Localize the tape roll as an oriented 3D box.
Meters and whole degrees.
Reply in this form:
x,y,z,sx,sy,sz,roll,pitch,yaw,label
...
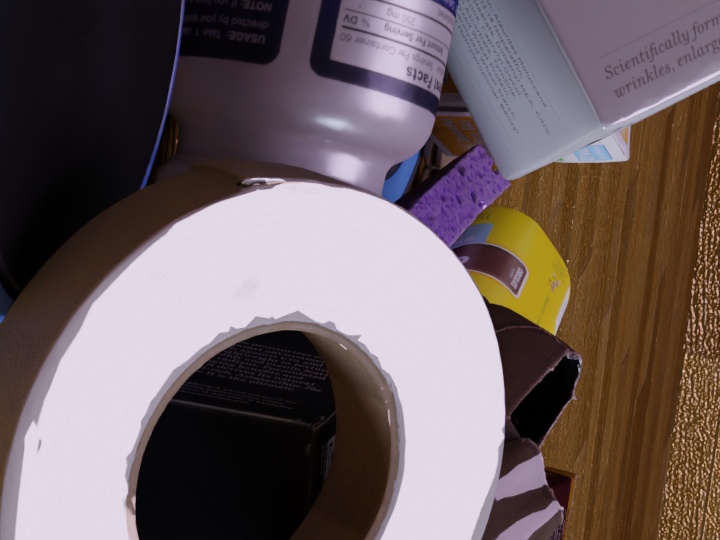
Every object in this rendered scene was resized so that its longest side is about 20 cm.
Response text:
x,y,z,sx,sy,sz,roll,pitch,yaw,label
-0.039,0.064,0.801,0.202,0.037,0.203,-10,109,-33,tape roll

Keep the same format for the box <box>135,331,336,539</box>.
x,y,z,sx,sy,sz,roll,pitch,yaw,label
-0.054,0.124,0.967,0.198,0.123,0.201,-31,128,-71,box

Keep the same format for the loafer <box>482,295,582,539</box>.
x,y,z,sx,sy,sz,roll,pitch,yaw,label
0.043,0.090,0.938,0.073,0.071,0.200,81,22,-51,loafer

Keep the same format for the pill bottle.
x,y,z,sx,sy,sz,roll,pitch,yaw,label
-0.019,-0.107,0.957,0.116,0.115,0.201,26,75,-76,pill bottle

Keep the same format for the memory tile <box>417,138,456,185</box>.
x,y,z,sx,sy,sz,roll,pitch,yaw,label
0.044,-0.034,1.419,0.153,0.017,0.201,-63,166,-66,memory tile

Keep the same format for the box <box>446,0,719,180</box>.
x,y,z,sx,sy,sz,roll,pitch,yaw,label
0.123,-0.177,1.102,0.200,0.199,0.131,63,-17,1,box

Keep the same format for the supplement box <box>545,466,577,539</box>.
x,y,z,sx,sy,sz,roll,pitch,yaw,label
0.029,0.203,1.353,0.200,0.132,0.198,6,94,-77,supplement box

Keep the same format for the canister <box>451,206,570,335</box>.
x,y,z,sx,sy,sz,roll,pitch,yaw,label
0.025,0.056,1.208,0.087,0.148,0.200,55,25,-12,canister

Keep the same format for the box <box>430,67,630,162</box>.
x,y,z,sx,sy,sz,roll,pitch,yaw,label
0.088,-0.164,1.233,0.112,0.101,0.201,39,54,-71,box

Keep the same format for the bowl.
x,y,z,sx,sy,sz,roll,pitch,yaw,label
-0.105,-0.078,0.786,0.201,0.039,0.201,10,90,-76,bowl

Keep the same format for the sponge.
x,y,z,sx,sy,sz,roll,pitch,yaw,label
0.000,0.000,1.137,0.030,0.111,0.200,54,22,-3,sponge

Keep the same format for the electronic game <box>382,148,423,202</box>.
x,y,z,sx,sy,sz,roll,pitch,yaw,label
0.018,-0.119,1.258,0.200,0.041,0.201,10,90,-76,electronic game
